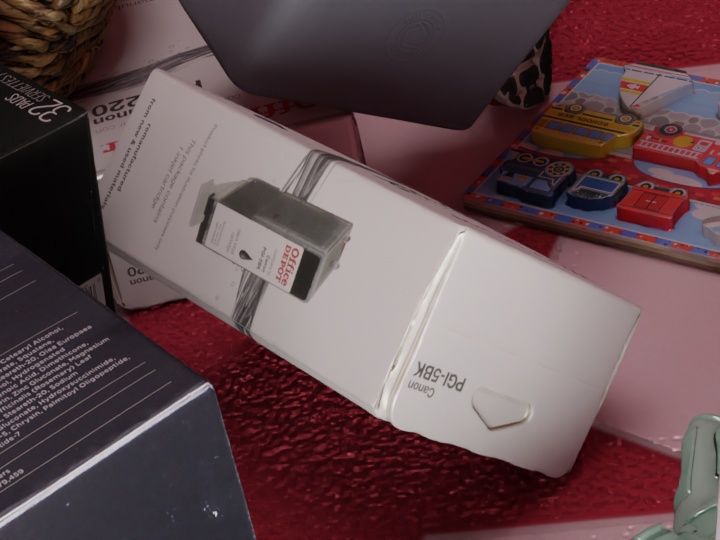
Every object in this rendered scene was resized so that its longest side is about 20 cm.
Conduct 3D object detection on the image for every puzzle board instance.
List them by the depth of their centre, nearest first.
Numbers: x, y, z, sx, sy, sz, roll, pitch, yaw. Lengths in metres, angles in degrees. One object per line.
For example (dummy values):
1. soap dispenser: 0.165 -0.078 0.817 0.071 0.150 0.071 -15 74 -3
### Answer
1. puzzle board: 0.172 -0.057 1.027 0.199 0.018 0.151 15 43 31

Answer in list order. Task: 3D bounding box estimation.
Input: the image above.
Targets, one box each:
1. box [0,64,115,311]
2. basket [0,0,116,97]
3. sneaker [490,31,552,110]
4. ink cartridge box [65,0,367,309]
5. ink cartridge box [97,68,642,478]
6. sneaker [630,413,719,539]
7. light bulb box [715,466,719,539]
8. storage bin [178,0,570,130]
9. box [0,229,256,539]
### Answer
1. box: -0.226 -0.024 0.876 0.199 0.125 0.148 28 45 35
2. basket: -0.205 -0.143 1.067 0.141 0.150 0.201 16 32 -17
3. sneaker: 0.063 -0.141 1.134 0.084 0.078 0.200 -8 25 12
4. ink cartridge box: -0.082 -0.080 1.069 0.144 0.085 0.201 -14 37 -4
5. ink cartridge box: 0.000 0.000 0.869 0.199 0.146 0.083 29 94 40
6. sneaker: 0.112 0.113 0.757 0.198 0.074 0.119 -4 41 -8
7. light bulb box: 0.195 0.138 0.574 0.124 0.199 0.201 -15 45 -9
8. storage bin: 0.008 -0.156 0.971 0.199 0.135 0.146 7 38 -42
9. box: -0.122 0.102 0.727 0.104 0.201 0.182 -33 42 -26
